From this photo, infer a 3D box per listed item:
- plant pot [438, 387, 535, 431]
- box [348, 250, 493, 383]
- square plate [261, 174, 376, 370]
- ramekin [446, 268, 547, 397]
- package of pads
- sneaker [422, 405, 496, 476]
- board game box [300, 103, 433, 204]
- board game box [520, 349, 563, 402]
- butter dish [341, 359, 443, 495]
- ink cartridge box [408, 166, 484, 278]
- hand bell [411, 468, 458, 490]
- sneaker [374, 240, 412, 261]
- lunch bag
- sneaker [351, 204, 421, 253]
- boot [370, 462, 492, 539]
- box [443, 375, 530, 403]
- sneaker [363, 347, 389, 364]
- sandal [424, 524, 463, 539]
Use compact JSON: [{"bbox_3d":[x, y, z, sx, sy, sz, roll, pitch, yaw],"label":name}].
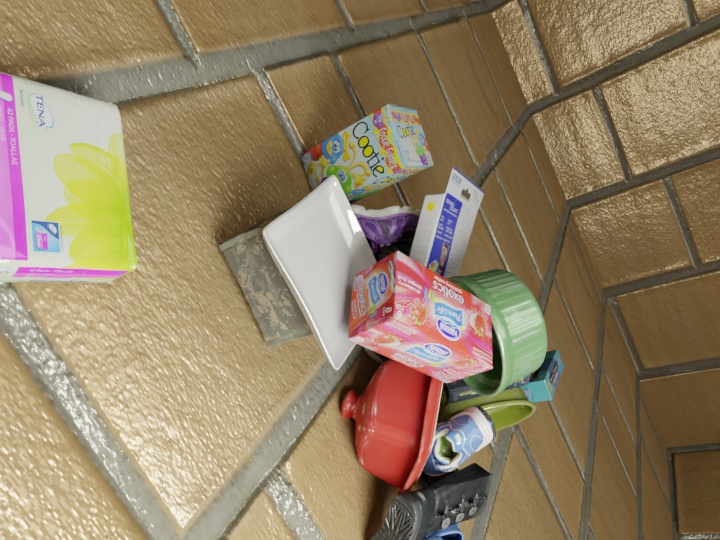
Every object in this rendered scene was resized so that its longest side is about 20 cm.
[{"bbox_3d":[0.229,0.217,1.087,0.199,0.199,0.187,27,42,-46],"label":"plant pot"},{"bbox_3d":[0.087,0.071,0.740,0.198,0.095,0.101,29,52,-31],"label":"box"},{"bbox_3d":[-0.041,-0.004,0.725,0.203,0.028,0.198,64,33,-17],"label":"square plate"},{"bbox_3d":[0.216,0.096,0.889,0.096,0.200,0.204,-16,87,-18],"label":"ramekin"},{"bbox_3d":[-0.314,-0.089,0.544,0.153,0.067,0.204,2,73,-54],"label":"package of pads"},{"bbox_3d":[0.130,0.275,0.839,0.076,0.201,0.076,-18,60,-31],"label":"sneaker"},{"bbox_3d":[0.010,-0.194,0.941,0.104,0.198,0.105,-15,86,-55],"label":"board game box"},{"bbox_3d":[0.338,0.246,1.198,0.150,0.198,0.048,-32,99,-56],"label":"board game box"},{"bbox_3d":[0.041,0.230,0.844,0.202,0.145,0.202,100,7,-46],"label":"butter dish"},{"bbox_3d":[0.152,-0.067,0.961,0.197,0.046,0.204,11,93,-62],"label":"ink cartridge box"},{"bbox_3d":[0.161,0.361,1.014,0.199,0.102,0.106,-5,77,-69],"label":"hand bell"},{"bbox_3d":[0.035,-0.027,1.027,0.197,0.081,0.147,-15,52,-30],"label":"sneaker"},{"bbox_3d":[-0.085,-0.011,0.795,0.167,0.116,0.200,66,29,-12],"label":"lunch bag"},{"bbox_3d":[0.040,-0.063,0.969,0.195,0.081,0.085,0,62,-8],"label":"sneaker"},{"bbox_3d":[0.111,0.392,0.833,0.198,0.167,0.065,0,31,-47],"label":"boot"},{"bbox_3d":[0.210,0.137,1.016,0.052,0.154,0.202,80,-5,-47],"label":"box"},{"bbox_3d":[0.101,0.154,0.980,0.199,0.111,0.079,36,47,-41],"label":"sneaker"},{"bbox_3d":[0.141,0.458,0.916,0.199,0.086,0.081,-29,96,-58],"label":"sandal"}]
